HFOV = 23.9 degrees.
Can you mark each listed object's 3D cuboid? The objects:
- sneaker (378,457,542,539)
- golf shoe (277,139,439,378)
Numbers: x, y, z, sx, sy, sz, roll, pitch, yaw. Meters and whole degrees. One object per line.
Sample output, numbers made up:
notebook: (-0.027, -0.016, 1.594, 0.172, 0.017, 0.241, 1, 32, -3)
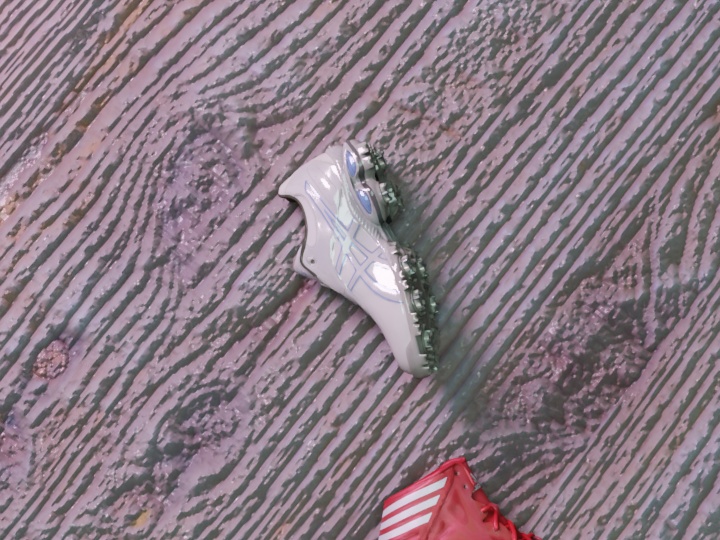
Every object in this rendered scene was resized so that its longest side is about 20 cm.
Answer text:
sneaker: (0.110, 0.202, 1.307, 0.199, 0.078, 0.116, 1, 82, -3)
golf shoe: (0.000, 0.000, 1.347, 0.097, 0.078, 0.201, -22, 76, 12)
